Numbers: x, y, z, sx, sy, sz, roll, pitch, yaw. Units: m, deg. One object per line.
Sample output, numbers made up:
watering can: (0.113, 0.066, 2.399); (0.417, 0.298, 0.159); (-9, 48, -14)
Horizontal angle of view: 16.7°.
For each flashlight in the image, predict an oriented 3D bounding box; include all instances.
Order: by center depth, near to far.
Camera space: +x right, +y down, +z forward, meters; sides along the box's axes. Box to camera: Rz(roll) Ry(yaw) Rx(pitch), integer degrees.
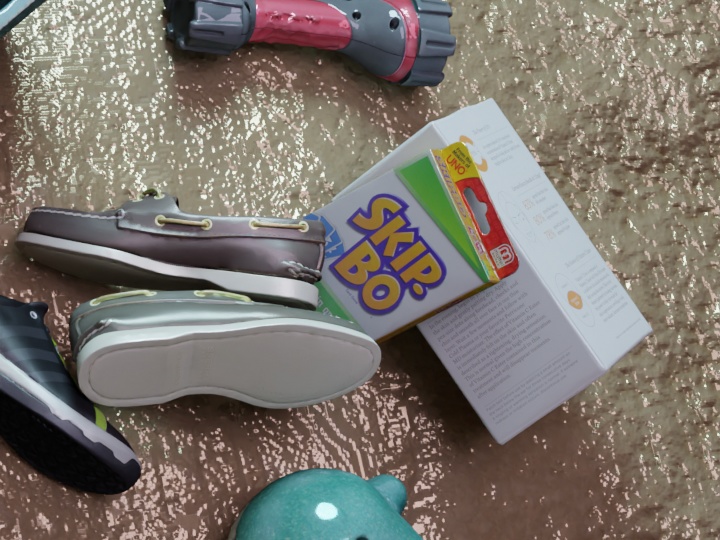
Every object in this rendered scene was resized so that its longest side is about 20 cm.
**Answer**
flashlight: (-0.034, -0.168, 1.711); (0.199, 0.068, 0.069); (3, 72, -27)

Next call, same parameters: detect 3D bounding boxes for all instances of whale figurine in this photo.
whale figurine: (0.013, 0.201, 1.565); (0.199, 0.104, 0.160); (23, 61, -17)

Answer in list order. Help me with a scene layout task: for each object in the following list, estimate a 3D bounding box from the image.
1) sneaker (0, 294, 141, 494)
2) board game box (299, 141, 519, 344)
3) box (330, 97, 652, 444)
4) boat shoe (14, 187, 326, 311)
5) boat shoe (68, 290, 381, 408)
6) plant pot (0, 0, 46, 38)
sneaker: (-0.207, 0.056, 1.533); (0.200, 0.072, 0.083); (39, 57, -8)
board game box: (0.000, 0.000, 1.601); (0.096, 0.199, 0.030); (65, 17, 8)
box: (0.091, -0.002, 1.660); (0.201, 0.097, 0.124); (56, 24, 3)
boat shoe: (-0.121, -0.019, 1.580); (0.198, 0.072, 0.060); (10, 78, 3)
boat shoe: (-0.086, 0.045, 1.548); (0.200, 0.072, 0.060); (0, 38, -21)
plant pot: (-0.272, -0.222, 1.535); (0.196, 0.200, 0.196); (47, 58, -3)
